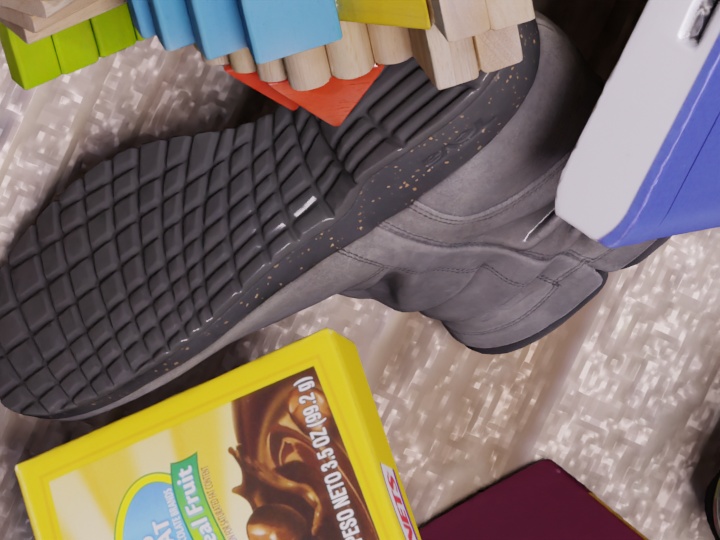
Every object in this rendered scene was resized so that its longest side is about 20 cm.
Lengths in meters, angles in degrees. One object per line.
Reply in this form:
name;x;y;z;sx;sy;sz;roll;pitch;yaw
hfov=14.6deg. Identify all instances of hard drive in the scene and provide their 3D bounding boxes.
hard drive;0.132;-0.075;0.768;0.200;0.025;0.133;-10;130;-60

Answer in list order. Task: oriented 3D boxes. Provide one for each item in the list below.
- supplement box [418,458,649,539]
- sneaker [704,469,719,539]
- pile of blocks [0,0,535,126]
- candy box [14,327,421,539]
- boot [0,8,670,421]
supplement box;0.077;0.179;0.844;0.103;0.131;0.201;-30;111;-8
sneaker;0.179;0.034;0.873;0.200;0.087;0.074;-36;94;-28
pile of blocks;-0.041;-0.065;0.724;0.082;0.199;0.063;-41;130;-38
candy box;-0.019;0.126;0.745;0.102;0.026;0.201;-24;71;14
boot;0.000;0.000;0.802;0.199;0.070;0.131;-29;147;23
